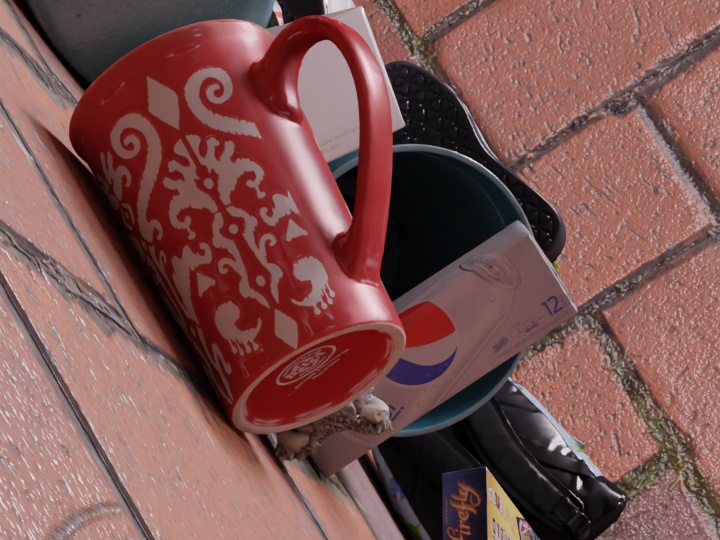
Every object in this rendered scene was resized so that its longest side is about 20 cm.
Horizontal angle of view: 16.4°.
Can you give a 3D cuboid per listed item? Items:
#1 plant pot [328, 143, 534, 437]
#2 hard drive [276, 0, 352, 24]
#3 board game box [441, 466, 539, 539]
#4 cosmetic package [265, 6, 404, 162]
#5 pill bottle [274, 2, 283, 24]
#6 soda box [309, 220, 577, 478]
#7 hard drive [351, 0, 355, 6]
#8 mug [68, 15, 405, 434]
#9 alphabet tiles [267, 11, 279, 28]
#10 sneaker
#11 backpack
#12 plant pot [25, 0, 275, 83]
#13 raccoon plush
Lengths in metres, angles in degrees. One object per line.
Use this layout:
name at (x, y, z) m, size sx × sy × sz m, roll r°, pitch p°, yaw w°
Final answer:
plant pot at (0.000, 0.000, 1.780) m, size 0.201 × 0.200 × 0.188 m, roll 56°, pitch -12°, yaw -20°
hard drive at (-0.026, -0.161, 1.812) m, size 0.200 × 0.038 × 0.141 m, roll -53°, pitch 135°, yaw -82°
board game box at (0.104, 0.240, 1.739) m, size 0.200 × 0.034 × 0.136 m, roll 54°, pitch 31°, yaw -54°
cosmetic package at (-0.070, -0.106, 1.598) m, size 0.200 × 0.107 × 0.085 m, roll 3°, pitch -65°, yaw 65°
pill bottle at (-0.082, -0.104, 1.924) m, size 0.112 × 0.112 × 0.201 m, roll 49°, pitch 23°, yaw -72°
soda box at (0.041, 0.050, 1.626) m, size 0.064 × 0.199 × 0.068 m, roll 56°, pitch 4°, yaw -10°
hard drive at (-0.111, -0.205, 1.996) m, size 0.132 × 0.198 × 0.027 m, roll 51°, pitch 33°, yaw -68°
mug at (-0.058, -0.033, 1.376) m, size 0.201 × 0.133 × 0.178 m, roll 63°, pitch -34°, yaw 24°
alphabet tiles at (-0.121, -0.175, 1.863) m, size 0.200 × 0.008 × 0.168 m, roll -52°, pitch -128°, yaw 48°
sneaker at (0.074, -0.068, 1.871) m, size 0.200 × 0.072 × 0.083 m, roll 49°, pitch -4°, yaw 2°
backpack at (0.088, 0.158, 1.946) m, size 0.200 × 0.163 × 0.154 m, roll 50°, pitch -7°, yaw 12°
plant pot at (-0.157, -0.241, 1.708) m, size 0.196 × 0.195 × 0.201 m, roll -120°, pitch -168°, yaw -53°
raccoon plush at (-0.027, 0.061, 1.528) m, size 0.135 × 0.096 × 0.200 m, roll 66°, pitch 5°, yaw 17°
